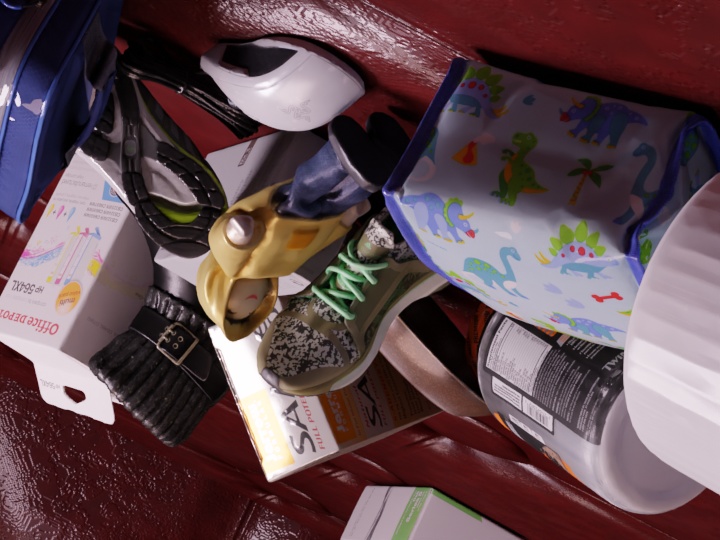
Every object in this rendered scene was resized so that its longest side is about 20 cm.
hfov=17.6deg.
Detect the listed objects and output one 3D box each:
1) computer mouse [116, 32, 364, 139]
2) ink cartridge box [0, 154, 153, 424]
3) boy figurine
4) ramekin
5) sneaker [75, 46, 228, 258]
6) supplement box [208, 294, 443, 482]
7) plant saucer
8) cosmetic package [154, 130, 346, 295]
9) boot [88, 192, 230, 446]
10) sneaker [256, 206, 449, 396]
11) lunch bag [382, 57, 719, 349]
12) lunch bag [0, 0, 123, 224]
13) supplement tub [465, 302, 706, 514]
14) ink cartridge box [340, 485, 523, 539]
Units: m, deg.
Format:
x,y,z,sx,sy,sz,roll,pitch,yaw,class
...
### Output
x,y,z,sx,sy,sz,roll,pitch,yaw,class
-0.074,-0.119,1.531,0.109,0.044,0.200,35,164,-29,computer mouse
-0.210,0.021,1.962,0.125,0.201,0.128,36,164,-36,ink cartridge box
-0.051,-0.026,1.540,0.124,0.200,0.065,-8,-119,-52,boy figurine
0.230,0.035,1.250,0.097,0.201,0.200,24,169,39,ramekin
-0.162,-0.093,1.632,0.200,0.074,0.081,54,-175,2,sneaker
-0.020,0.077,1.802,0.073,0.127,0.200,-25,175,28,supplement box
0.032,0.039,1.746,0.200,0.034,0.200,48,-172,-9,plant saucer
-0.074,-0.039,1.715,0.074,0.102,0.200,31,164,-20,cosmetic package
-0.166,0.021,1.868,0.211,0.158,0.079,50,-176,-4,boot
0.000,0.000,1.576,0.077,0.200,0.089,33,154,25,sneaker
0.133,-0.018,1.362,0.169,0.128,0.200,17,154,31,lunch bag
-0.221,-0.135,1.493,0.132,0.136,0.200,25,148,-1,lunch bag
0.162,0.079,1.626,0.122,0.123,0.200,34,180,-33,supplement tub
0.086,0.330,2.841,0.145,0.084,0.200,31,165,-19,ink cartridge box
